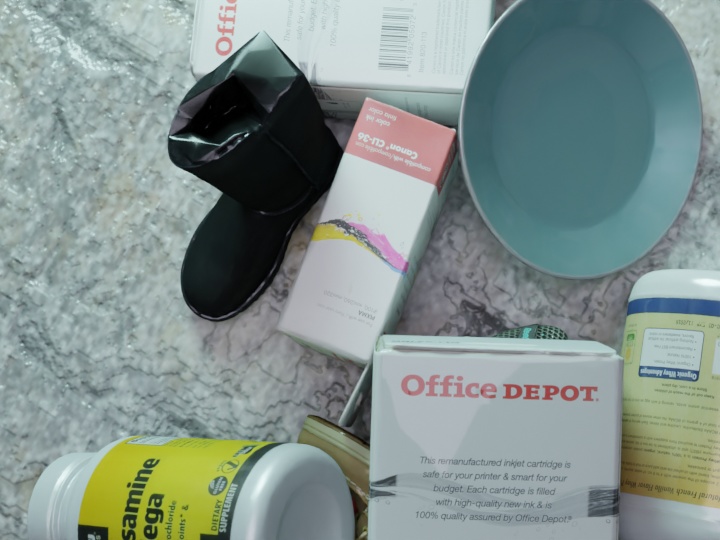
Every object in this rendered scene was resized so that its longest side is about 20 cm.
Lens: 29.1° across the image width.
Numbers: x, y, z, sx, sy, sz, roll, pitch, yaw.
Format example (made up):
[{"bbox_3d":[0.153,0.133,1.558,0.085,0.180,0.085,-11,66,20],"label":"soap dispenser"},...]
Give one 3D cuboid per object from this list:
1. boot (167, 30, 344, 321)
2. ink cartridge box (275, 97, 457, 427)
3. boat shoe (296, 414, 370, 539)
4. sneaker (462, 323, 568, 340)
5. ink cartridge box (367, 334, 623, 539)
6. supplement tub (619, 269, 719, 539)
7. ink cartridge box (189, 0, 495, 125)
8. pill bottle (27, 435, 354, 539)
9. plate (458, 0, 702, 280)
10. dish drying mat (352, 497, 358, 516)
[{"bbox_3d":[-0.080,-0.051,0.892,0.066,0.200,0.165,32,86,8],"label":"boot"},{"bbox_3d":[0.000,0.000,0.921,0.067,0.116,0.201,20,84,6],"label":"ink cartridge box"},{"bbox_3d":[0.030,0.173,0.900,0.200,0.074,0.066,38,84,8],"label":"boat shoe"},{"bbox_3d":[0.133,0.125,0.916,0.091,0.078,0.201,-23,94,-24],"label":"sneaker"},{"bbox_3d":[0.076,0.140,0.824,0.144,0.084,0.201,2,95,0],"label":"ink cartridge box"},{"bbox_3d":[0.228,0.109,0.872,0.144,0.144,0.201,9,83,6],"label":"supplement tub"},{"bbox_3d":[-0.007,-0.184,0.960,0.199,0.083,0.147,4,80,6],"label":"ink cartridge box"},{"bbox_3d":[-0.113,0.163,0.884,0.199,0.112,0.113,-2,81,33],"label":"pill bottle"},{"bbox_3d":[0.146,-0.094,0.928,0.199,0.026,0.201,-3,97,-28],"label":"plate"},{"bbox_3d":[0.030,0.165,0.946,0.077,0.018,0.201,20,85,6],"label":"dish drying mat"}]
